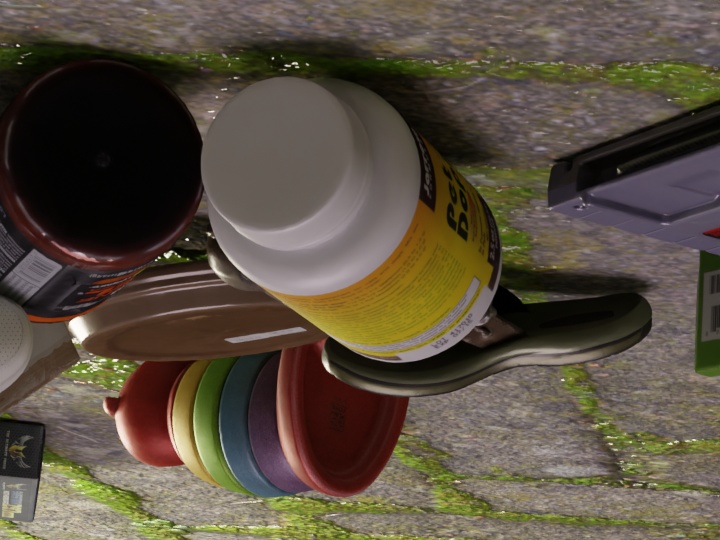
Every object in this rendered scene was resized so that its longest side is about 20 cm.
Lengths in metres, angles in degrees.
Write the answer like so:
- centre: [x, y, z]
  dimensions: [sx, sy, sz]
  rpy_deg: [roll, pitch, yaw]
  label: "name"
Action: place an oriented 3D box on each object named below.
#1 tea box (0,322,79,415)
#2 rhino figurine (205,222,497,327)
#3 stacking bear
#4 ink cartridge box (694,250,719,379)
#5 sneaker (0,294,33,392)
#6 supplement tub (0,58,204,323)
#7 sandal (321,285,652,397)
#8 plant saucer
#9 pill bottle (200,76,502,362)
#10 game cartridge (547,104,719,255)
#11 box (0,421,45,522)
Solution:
- centre: [-0.304, 0.045, 1.564]
  dimensions: [0.197, 0.134, 0.200]
  rpy_deg: [-9, -161, 43]
  label: "tea box"
- centre: [0.000, 0.000, 1.598]
  dimensions: [0.200, 0.060, 0.087]
  rpy_deg: [15, -178, -35]
  label: "rhino figurine"
- centre: [-0.083, 0.096, 1.917]
  dimensions: [0.200, 0.114, 0.121]
  rpy_deg: [-1, 164, 40]
  label: "stacking bear"
- centre: [0.308, 0.034, 1.593]
  dimensions: [0.200, 0.076, 0.148]
  rpy_deg: [16, 162, -38]
  label: "ink cartridge box"
- centre: [-0.245, 0.024, 1.363]
  dimensions: [0.200, 0.074, 0.116]
  rpy_deg: [2, 164, -21]
  label: "sneaker"
- centre: [-0.153, -0.033, 1.443]
  dimensions: [0.107, 0.107, 0.200]
  rpy_deg: [10, 165, -17]
  label: "supplement tub"
- centre: [0.074, 0.029, 1.698]
  dimensions: [0.200, 0.057, 0.080]
  rpy_deg: [-11, -157, -1]
  label: "sandal"
- centre: [-0.087, 0.026, 1.721]
  dimensions: [0.200, 0.030, 0.200]
  rpy_deg: [-7, 168, -1]
  label: "plant saucer"
- centre: [-0.006, -0.028, 1.403]
  dimensions: [0.109, 0.110, 0.200]
  rpy_deg: [0, 165, 20]
  label: "pill bottle"
- centre: [0.202, -0.045, 1.417]
  dimensions: [0.129, 0.038, 0.200]
  rpy_deg: [18, 161, -27]
  label: "game cartridge"
- centre: [-0.346, 0.164, 2.359]
  dimensions: [0.157, 0.051, 0.200]
  rpy_deg: [7, 164, -5]
  label: "box"
